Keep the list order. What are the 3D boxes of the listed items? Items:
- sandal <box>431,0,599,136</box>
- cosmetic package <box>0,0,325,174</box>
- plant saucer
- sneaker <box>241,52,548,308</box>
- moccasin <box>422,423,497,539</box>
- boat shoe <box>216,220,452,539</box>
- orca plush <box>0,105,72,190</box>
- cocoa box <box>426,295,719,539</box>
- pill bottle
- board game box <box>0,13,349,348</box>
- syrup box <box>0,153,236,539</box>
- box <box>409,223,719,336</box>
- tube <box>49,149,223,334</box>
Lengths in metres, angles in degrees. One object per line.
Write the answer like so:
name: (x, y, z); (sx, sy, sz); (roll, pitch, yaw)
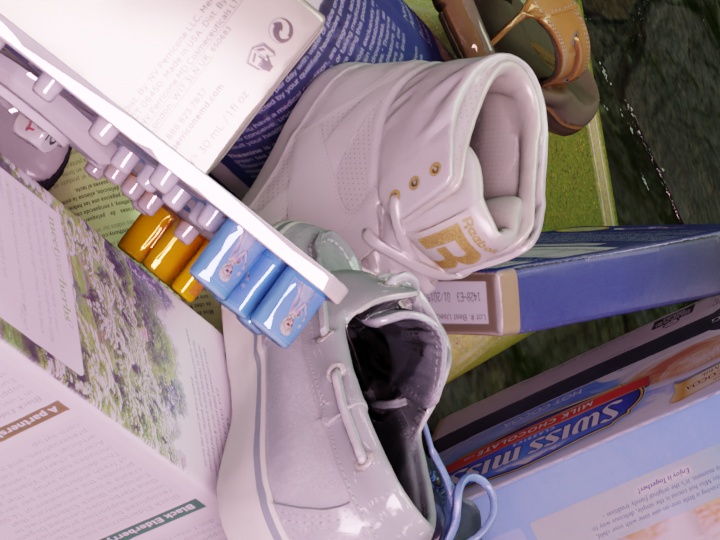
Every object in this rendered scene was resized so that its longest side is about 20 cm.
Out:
sandal: (0.078, -0.106, 1.272); (0.081, 0.054, 0.200); (64, 17, 13)
cosmetic package: (-0.114, -0.113, 0.912); (0.200, 0.071, 0.105); (38, -4, -9)
plant saucer: (0.074, -0.059, 1.402); (0.200, 0.048, 0.200); (-25, 107, -61)
sneaker: (0.000, 0.000, 1.054); (0.074, 0.115, 0.200); (39, 63, -32)
moccasin: (0.020, 0.098, 1.086); (0.068, 0.081, 0.200); (35, 3, 15)
boat shoe: (-0.001, 0.039, 0.931); (0.070, 0.071, 0.201); (55, 17, -26)
orca plush: (-0.158, -0.109, 1.004); (0.105, 0.071, 0.200); (-31, 84, -27)
cocoa box: (0.136, 0.107, 1.257); (0.134, 0.200, 0.131); (61, 20, -12)
pill bottle: (-0.043, -0.096, 1.170); (0.200, 0.111, 0.111); (42, 29, -49)
board game box: (-0.106, -0.050, 0.854); (0.200, 0.026, 0.200); (38, -4, -11)
syrup box: (-0.108, 0.034, 0.886); (0.200, 0.081, 0.079); (43, 28, -51)
box: (0.080, 0.003, 1.255); (0.200, 0.121, 0.033); (-11, 97, -46)
tube: (-0.093, -0.015, 1.032); (0.052, 0.058, 0.201); (21, 45, -66)
